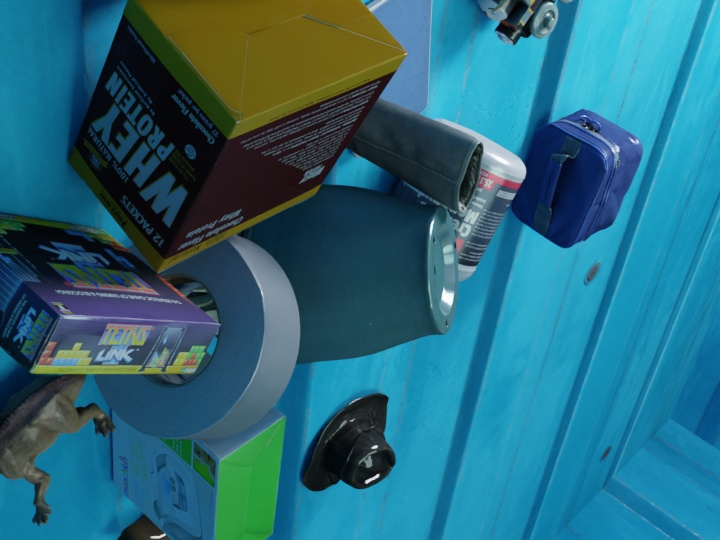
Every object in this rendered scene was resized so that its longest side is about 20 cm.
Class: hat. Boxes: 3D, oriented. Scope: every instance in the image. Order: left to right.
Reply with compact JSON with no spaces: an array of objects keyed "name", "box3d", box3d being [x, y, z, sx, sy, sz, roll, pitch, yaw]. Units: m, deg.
[{"name":"hat","box3d":[0.006,0.277,1.729,0.201,0.081,0.201,-40,149,-30]}]

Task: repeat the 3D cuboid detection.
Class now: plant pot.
[{"name":"plant pot","box3d":[0.000,0.000,1.196,0.200,0.188,0.200,-2,90,-73]}]

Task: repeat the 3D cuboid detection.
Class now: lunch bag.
[{"name":"lunch bag","box3d":[0.323,-0.142,1.717,0.132,0.136,0.200,-27,141,-44]}]

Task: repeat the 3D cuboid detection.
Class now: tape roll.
[{"name":"tape roll","box3d":[-0.158,0.059,1.077,0.200,0.200,0.066,-60,154,8]}]

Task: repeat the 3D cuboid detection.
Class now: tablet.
[{"name":"tablet","box3d":[0.034,-0.229,1.279,0.130,0.014,0.200,-39,148,-29]}]

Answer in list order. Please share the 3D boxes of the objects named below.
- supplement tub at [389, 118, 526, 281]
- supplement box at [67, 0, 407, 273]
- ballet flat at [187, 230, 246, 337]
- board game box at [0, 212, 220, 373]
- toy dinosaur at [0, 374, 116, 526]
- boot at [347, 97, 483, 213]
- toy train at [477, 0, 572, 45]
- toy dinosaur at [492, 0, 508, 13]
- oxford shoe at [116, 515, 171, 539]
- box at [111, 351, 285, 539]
[{"name":"supplement tub","box3d":[0.104,-0.075,1.426,0.140,0.140,0.200,3,118,-60]},{"name":"supplement box","box3d":[-0.106,-0.136,0.953,0.197,0.133,0.200,-30,165,-41]},{"name":"ballet flat","box3d":[-0.154,0.014,1.198,0.071,0.069,0.200,-19,135,-23]},{"name":"board game box","box3d":[-0.238,0.018,0.940,0.057,0.165,0.200,-61,154,11]},{"name":"toy dinosaur","box3d":[-0.312,0.142,1.057,0.200,0.086,0.136,-52,147,-19]},{"name":"boot","box3d":[0.028,-0.156,1.141,0.073,0.200,0.182,-46,152,-21]},{"name":"toy train","box3d":[0.216,-0.368,1.358,0.200,0.085,0.114,-53,140,1]},{"name":"toy dinosaur","box3d":[0.199,-0.391,1.282,0.058,0.101,0.200,-75,170,-65]},{"name":"oxford shoe","box3d":[-0.220,0.290,1.399,0.200,0.073,0.084,-20,121,-54]},{"name":"box","box3d":[-0.177,0.193,1.224,0.097,0.176,0.200,-32,145,-38]}]
